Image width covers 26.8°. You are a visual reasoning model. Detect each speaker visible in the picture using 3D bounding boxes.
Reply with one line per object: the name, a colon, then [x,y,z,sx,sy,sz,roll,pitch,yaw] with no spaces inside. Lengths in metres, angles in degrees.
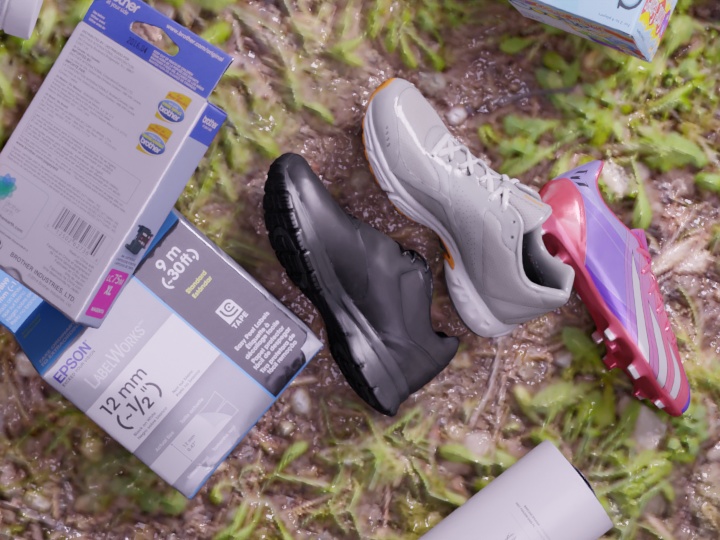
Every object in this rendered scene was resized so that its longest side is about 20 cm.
speaker: [0.084,0.212,1.096,0.200,0.081,0.081,-38,103,-2]

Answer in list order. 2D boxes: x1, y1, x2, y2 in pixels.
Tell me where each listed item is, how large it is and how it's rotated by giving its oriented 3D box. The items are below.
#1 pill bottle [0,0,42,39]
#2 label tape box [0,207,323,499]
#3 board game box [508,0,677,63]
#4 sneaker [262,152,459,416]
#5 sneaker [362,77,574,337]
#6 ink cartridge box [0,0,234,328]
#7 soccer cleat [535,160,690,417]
pill bottle: [-0.293,-0.214,0.946,0.199,0.112,0.113,17,96,-12]
label tape box: [-0.147,0.037,1.036,0.200,0.066,0.143,42,90,-15]
board game box: [0.181,-0.257,1.010,0.104,0.103,0.201,24,94,18]
sneaker: [0.000,0.000,1.061,0.091,0.076,0.201,-32,110,-13]
sneaker: [0.082,-0.052,1.037,0.201,0.092,0.076,57,44,-15]
ink cartridge box: [-0.171,-0.077,0.999,0.119,0.042,0.201,32,95,22]
soccer cleat: [0.193,0.016,1.095,0.076,0.067,0.200,-37,100,-7]
